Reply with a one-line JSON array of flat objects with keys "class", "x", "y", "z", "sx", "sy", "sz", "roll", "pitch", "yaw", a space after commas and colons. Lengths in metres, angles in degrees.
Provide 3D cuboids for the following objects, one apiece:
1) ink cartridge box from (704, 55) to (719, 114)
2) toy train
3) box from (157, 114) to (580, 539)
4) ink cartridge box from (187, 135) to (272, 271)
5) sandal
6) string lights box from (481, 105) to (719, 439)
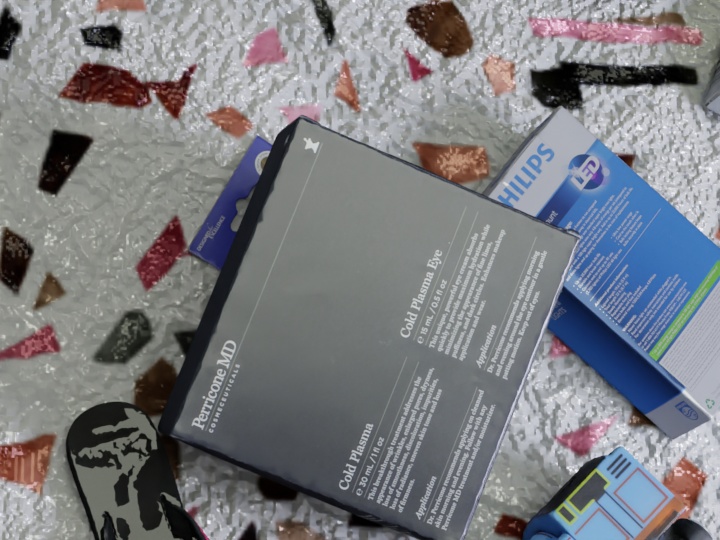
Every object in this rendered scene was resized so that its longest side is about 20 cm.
[{"class": "ink cartridge box", "x": 0.358, "y": -0.156, "z": 1.554, "sx": 0.199, "sy": 0.043, "sz": 0.197, "roll": 28, "pitch": 64, "yaw": -11}, {"class": "toy train", "x": 0.128, "y": 0.206, "z": 1.332, "sx": 0.114, "sy": 0.087, "sz": 0.200, "roll": 43, "pitch": 66, "yaw": 9}, {"class": "box", "x": 0.002, "y": 0.037, "z": 1.299, "sx": 0.181, "sy": 0.104, "sz": 0.201, "roll": 24, "pitch": 84, "yaw": -9}, {"class": "ink cartridge box", "x": 0.000, "y": 0.000, "z": 1.383, "sx": 0.199, "sy": 0.037, "sz": 0.095, "roll": 32, "pitch": 66, "yaw": -4}, {"class": "sandal", "x": -0.117, "y": 0.168, "z": 1.277, "sx": 0.075, "sy": 0.045, "sz": 0.201, "roll": -19, "pitch": 79, "yaw": -24}, {"class": "string lights box", "x": 0.166, "y": 0.001, "z": 1.424, "sx": 0.200, "sy": 0.059, "sz": 0.103, "roll": 42, "pitch": 64, "yaw": -2}]
